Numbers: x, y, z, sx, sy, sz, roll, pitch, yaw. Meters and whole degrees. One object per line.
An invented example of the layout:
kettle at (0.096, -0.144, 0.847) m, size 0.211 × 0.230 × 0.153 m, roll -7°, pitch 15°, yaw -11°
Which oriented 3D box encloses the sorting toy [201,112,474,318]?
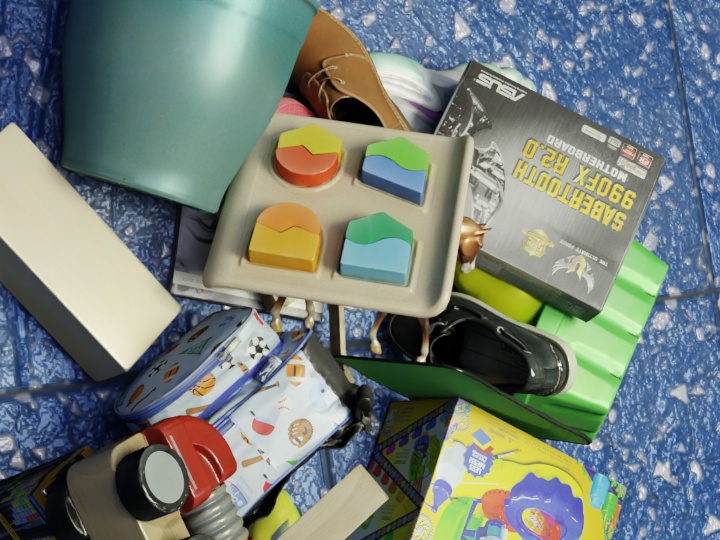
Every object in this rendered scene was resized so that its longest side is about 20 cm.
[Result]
sorting toy at (-0.016, -0.054, 1.106) m, size 0.197 × 0.037 × 0.187 m, roll 6°, pitch 53°, yaw 9°

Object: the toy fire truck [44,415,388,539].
toy fire truck at (-0.089, 0.176, 0.965) m, size 0.200 × 0.128 × 0.178 m, roll -28°, pitch 92°, yaw -59°

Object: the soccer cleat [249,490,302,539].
soccer cleat at (-0.095, 0.279, 1.140) m, size 0.083 × 0.065 × 0.203 m, roll 15°, pitch 76°, yaw -24°

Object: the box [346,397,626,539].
box at (0.103, 0.243, 1.224) m, size 0.199 × 0.122 × 0.195 m, roll 28°, pitch 71°, yaw -23°

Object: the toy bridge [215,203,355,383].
toy bridge at (-0.055, 0.013, 1.203) m, size 0.067 × 0.027 × 0.202 m, roll -32°, pitch 101°, yaw -28°

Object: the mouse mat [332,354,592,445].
mouse mat at (0.087, 0.111, 1.188) m, size 0.199 × 0.160 × 0.008 m, roll 31°, pitch 71°, yaw -38°

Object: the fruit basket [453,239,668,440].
fruit basket at (0.165, 0.034, 1.289) m, size 0.213 × 0.156 × 0.218 m, roll 0°, pitch 66°, yaw 0°

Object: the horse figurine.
horse figurine at (0.000, 0.000, 1.150) m, size 0.198 × 0.050 × 0.134 m, roll 16°, pitch 102°, yaw -7°

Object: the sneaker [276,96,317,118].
sneaker at (-0.015, -0.071, 1.204) m, size 0.074 × 0.086 × 0.201 m, roll -39°, pitch 103°, yaw -30°

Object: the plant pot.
plant pot at (-0.152, -0.152, 1.105) m, size 0.198 × 0.200 × 0.190 m, roll 16°, pitch 90°, yaw -26°

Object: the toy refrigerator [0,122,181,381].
toy refrigerator at (-0.244, -0.011, 1.096) m, size 0.200 × 0.070 × 0.076 m, roll 49°, pitch 57°, yaw -15°

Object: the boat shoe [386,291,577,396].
boat shoe at (0.089, 0.068, 1.197) m, size 0.066 × 0.198 × 0.075 m, roll -9°, pitch 114°, yaw -48°

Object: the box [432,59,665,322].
box at (0.150, -0.071, 1.220) m, size 0.198 × 0.048 × 0.160 m, roll 27°, pitch 73°, yaw 1°

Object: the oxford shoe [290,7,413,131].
oxford shoe at (-0.022, -0.167, 1.210) m, size 0.201 × 0.071 × 0.071 m, roll 51°, pitch 16°, yaw 11°

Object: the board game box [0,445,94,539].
board game box at (-0.201, 0.238, 1.023) m, size 0.201 × 0.165 × 0.057 m, roll 55°, pitch 44°, yaw -11°

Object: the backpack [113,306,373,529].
backpack at (-0.109, 0.127, 1.089) m, size 0.154 × 0.200 × 0.191 m, roll 42°, pitch 73°, yaw -9°

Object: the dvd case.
dvd case at (-0.090, -0.065, 1.219) m, size 0.147 × 0.016 × 0.203 m, roll 12°, pitch 77°, yaw -28°

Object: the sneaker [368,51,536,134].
sneaker at (0.075, -0.123, 1.292) m, size 0.198 × 0.078 × 0.142 m, roll 2°, pitch 84°, yaw -20°
